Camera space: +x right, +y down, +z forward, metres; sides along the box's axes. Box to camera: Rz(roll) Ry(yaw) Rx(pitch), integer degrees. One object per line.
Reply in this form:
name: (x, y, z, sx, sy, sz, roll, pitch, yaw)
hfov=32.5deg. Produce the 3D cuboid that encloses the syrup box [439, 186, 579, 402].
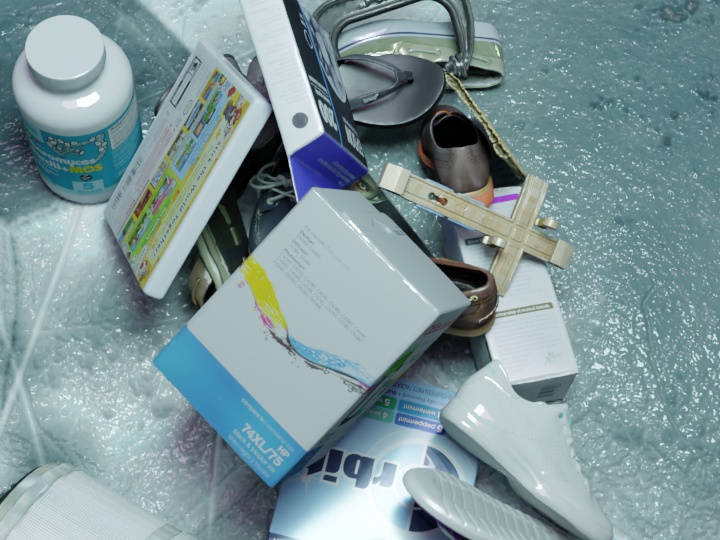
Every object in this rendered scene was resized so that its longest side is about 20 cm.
syrup box: (0.140, 0.026, 1.194, 0.081, 0.079, 0.200, -10, 66, -8)

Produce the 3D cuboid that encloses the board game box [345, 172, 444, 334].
board game box: (0.000, 0.000, 1.198, 0.135, 0.028, 0.200, -25, 55, -15)

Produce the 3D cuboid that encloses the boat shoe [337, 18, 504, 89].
boat shoe: (0.060, -0.224, 1.308, 0.200, 0.072, 0.062, -7, 59, -11)

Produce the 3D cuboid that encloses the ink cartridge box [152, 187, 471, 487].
ink cartridge box: (-0.036, 0.050, 1.033, 0.146, 0.147, 0.200, 45, 102, 10)

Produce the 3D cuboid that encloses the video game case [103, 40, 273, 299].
video game case: (-0.164, -0.097, 1.133, 0.023, 0.182, 0.200, 25, 104, -32)

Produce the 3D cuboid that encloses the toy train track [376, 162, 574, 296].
toy train track: (0.110, -0.048, 1.124, 0.200, 0.033, 0.115, 23, 87, -16)

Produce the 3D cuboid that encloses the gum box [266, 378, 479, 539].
gum box: (0.016, 0.195, 1.124, 0.170, 0.045, 0.200, 13, 64, 2)

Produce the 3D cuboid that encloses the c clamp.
c clamp: (0.031, -0.212, 1.271, 0.200, 0.027, 0.171, -23, 95, 4)

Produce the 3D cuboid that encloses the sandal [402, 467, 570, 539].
sandal: (0.114, 0.234, 1.070, 0.203, 0.082, 0.050, 29, 104, -23)

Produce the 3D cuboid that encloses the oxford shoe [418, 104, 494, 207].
oxford shoe: (0.096, -0.132, 1.226, 0.071, 0.073, 0.200, -10, 30, -2)

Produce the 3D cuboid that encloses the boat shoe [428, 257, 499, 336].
boat shoe: (0.027, 0.009, 1.127, 0.200, 0.070, 0.070, 5, 59, 10)

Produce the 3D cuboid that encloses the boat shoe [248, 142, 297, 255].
boat shoe: (-0.066, -0.073, 1.187, 0.075, 0.062, 0.200, 4, 38, 14)

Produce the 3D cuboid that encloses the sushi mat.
sushi mat: (0.125, -0.136, 1.205, 0.012, 0.200, 0.096, -34, 82, 9)

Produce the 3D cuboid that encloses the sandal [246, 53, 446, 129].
sandal: (-0.014, -0.184, 1.228, 0.200, 0.043, 0.076, 2, 77, 0)

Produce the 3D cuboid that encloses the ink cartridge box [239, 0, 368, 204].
ink cartridge box: (-0.040, -0.141, 1.112, 0.043, 0.198, 0.200, -17, 82, 10)

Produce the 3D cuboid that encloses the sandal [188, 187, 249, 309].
sandal: (-0.134, 0.004, 1.177, 0.057, 0.080, 0.201, -18, 87, 27)

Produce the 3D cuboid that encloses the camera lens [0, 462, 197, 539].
camera lens: (-0.218, 0.264, 1.008, 0.200, 0.160, 0.160, 28, 66, 9)

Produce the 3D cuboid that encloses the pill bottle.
pill bottle: (-0.268, -0.155, 1.178, 0.111, 0.200, 0.111, 2, 64, -3)

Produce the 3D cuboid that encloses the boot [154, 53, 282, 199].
boot: (-0.168, -0.127, 1.257, 0.132, 0.070, 0.200, 39, 62, 21)

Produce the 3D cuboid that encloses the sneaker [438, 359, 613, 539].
sneaker: (0.168, 0.163, 1.104, 0.200, 0.075, 0.088, 44, 74, -13)
